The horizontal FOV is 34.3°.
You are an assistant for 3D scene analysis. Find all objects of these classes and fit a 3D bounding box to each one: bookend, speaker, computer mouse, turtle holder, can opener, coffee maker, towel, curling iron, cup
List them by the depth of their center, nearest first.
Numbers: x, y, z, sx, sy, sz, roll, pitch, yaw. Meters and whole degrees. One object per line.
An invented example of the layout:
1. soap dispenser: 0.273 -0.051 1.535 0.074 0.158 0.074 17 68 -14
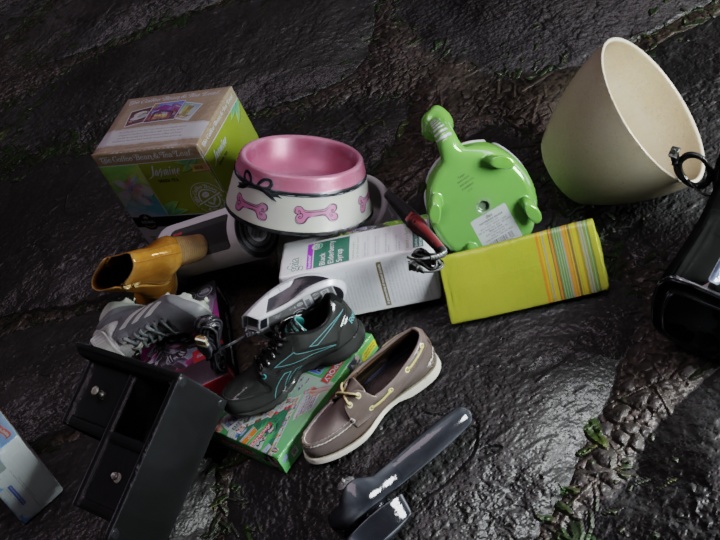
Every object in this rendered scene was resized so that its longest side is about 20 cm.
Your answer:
1. coffee maker: 0.389 -0.016 1.253 0.190 0.136 0.201 12 54 42
2. can opener: 0.045 0.219 1.268 0.200 0.079 0.063 -42 1 -21
3. bookend: -0.290 0.210 1.396 0.198 0.092 0.201 12 72 39
4. towel: 0.194 0.003 1.400 0.197 0.018 0.088 -14 82 18
5. computer mouse: -0.111 0.051 1.427 0.197 0.110 0.044 -26 59 -3
6. curling iron: 0.060 -0.055 1.437 0.049 0.026 0.201 -16 34 -6
7. cup: 0.307 -0.162 1.438 0.142 0.199 0.202 -33 30 37
8. turtle holder: 0.133 -0.102 1.468 0.142 0.183 0.132 -59 11 16
9. speaker: -0.203 -0.041 1.634 0.198 0.081 0.082 -12 38 47

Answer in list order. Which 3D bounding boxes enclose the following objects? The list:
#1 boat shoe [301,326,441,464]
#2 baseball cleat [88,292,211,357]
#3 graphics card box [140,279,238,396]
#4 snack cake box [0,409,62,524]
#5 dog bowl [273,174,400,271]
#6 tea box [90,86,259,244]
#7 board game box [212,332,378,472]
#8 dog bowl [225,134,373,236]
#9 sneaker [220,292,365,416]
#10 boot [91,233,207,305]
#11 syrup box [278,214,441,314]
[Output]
1. boat shoe: 0.006 0.144 1.361 0.199 0.060 0.072 -37 40 -11
2. baseball cleat: -0.277 0.085 1.523 0.198 0.070 0.108 -7 49 42
3. graphics card box: -0.229 0.111 1.548 0.124 0.051 0.201 -24 38 6
4. snack cake box: -0.477 0.226 1.517 0.067 0.116 0.199 -40 40 -16
5. dog bowl: -0.034 -0.055 1.608 0.197 0.059 0.202 -17 39 14
6. tea box: -0.253 -0.149 1.732 0.197 0.198 0.135 -2 44 29
7. board game box: -0.085 0.145 1.440 0.133 0.029 0.201 15 55 39
8. dog bowl: -0.079 -0.117 1.526 0.196 0.075 0.201 3 25 -1
9. sneaker: -0.092 0.098 1.411 0.198 0.080 0.076 -34 40 -5
10. boot: -0.310 0.009 1.596 0.143 0.072 0.201 -15 -15 -43
11. syrup box: 0.000 0.000 1.483 0.196 0.083 0.079 -10 33 8
